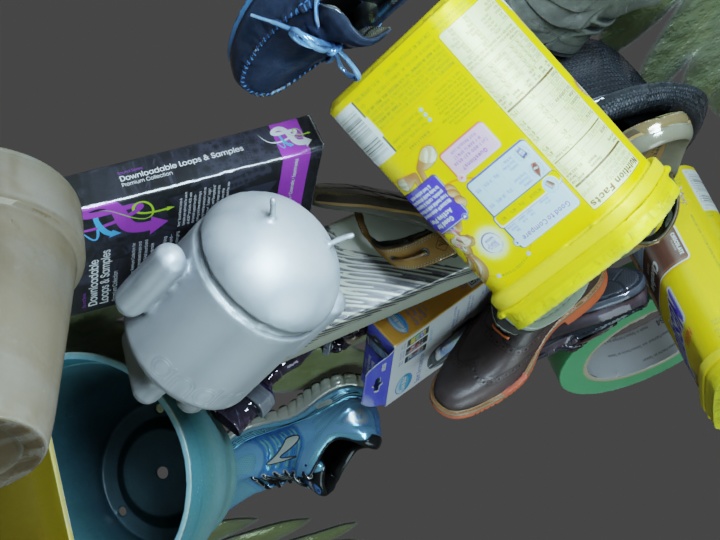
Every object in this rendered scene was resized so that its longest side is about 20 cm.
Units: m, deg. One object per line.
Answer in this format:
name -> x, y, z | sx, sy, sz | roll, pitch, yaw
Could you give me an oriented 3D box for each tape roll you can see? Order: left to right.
tape roll -> 0.281, 0.052, 1.841 | 0.199, 0.048, 0.201 | -20, 154, -10

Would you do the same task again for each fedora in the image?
fedora -> 0.160, -0.113, 1.374 | 0.200, 0.092, 0.201 | -24, 159, -10

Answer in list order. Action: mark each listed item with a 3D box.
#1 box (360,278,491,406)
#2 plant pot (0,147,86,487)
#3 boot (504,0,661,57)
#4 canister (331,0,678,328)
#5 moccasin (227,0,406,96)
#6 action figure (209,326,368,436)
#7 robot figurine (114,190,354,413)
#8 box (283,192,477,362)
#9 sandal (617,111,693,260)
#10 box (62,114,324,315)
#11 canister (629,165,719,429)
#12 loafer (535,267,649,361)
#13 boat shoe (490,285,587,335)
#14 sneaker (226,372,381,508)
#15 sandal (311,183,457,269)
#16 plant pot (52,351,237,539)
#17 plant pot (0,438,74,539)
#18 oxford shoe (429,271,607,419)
box -> 0.072, 0.039, 1.587 | 0.199, 0.042, 0.119 | -33, 158, -20
plant pot -> -0.267, 0.044, 1.180 | 0.199, 0.174, 0.200 | -11, 151, -6
boot -> 0.135, -0.199, 1.232 | 0.130, 0.068, 0.200 | -31, 152, 27
canister -> 0.094, -0.081, 1.233 | 0.148, 0.200, 0.087 | -39, -174, 36
moccasin -> -0.013, -0.170, 1.149 | 0.080, 0.068, 0.200 | 4, 143, -44
action figure -> -0.045, 0.050, 1.538 | 0.199, 0.069, 0.130 | -32, 151, -20
robot figurine -> -0.091, 0.021, 1.310 | 0.169, 0.113, 0.200 | 12, 136, -40
box -> 0.000, 0.000, 1.452 | 0.199, 0.083, 0.068 | -25, 169, -2
sandal -> 0.210, -0.049, 1.371 | 0.080, 0.054, 0.200 | -22, 159, -14
box -> -0.131, -0.038, 1.336 | 0.199, 0.036, 0.143 | -17, 152, -19
canister -> 0.307, 0.023, 1.632 | 0.086, 0.201, 0.149 | -24, 154, 0
loafer -> 0.174, 0.052, 1.677 | 0.199, 0.072, 0.063 | -17, 113, 22
boat shoe -> 0.149, -0.015, 1.478 | 0.061, 0.072, 0.202 | -42, -168, 48
sneaker -> -0.065, 0.178, 1.731 | 0.199, 0.090, 0.078 | -33, 153, 20
sandal -> 0.052, -0.022, 1.385 | 0.199, 0.055, 0.082 | 18, -176, -8
plant pot -> -0.194, 0.168, 1.510 | 0.199, 0.201, 0.188 | -31, 168, 14
plant pot -> -0.355, 0.156, 1.346 | 0.199, 0.201, 0.176 | 2, 155, -43
oxford shoe -> 0.129, 0.041, 1.557 | 0.200, 0.071, 0.073 | -46, 152, -15
